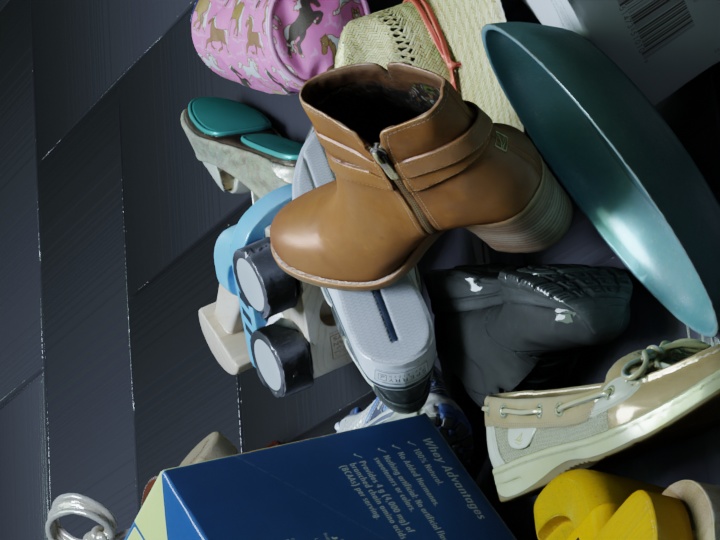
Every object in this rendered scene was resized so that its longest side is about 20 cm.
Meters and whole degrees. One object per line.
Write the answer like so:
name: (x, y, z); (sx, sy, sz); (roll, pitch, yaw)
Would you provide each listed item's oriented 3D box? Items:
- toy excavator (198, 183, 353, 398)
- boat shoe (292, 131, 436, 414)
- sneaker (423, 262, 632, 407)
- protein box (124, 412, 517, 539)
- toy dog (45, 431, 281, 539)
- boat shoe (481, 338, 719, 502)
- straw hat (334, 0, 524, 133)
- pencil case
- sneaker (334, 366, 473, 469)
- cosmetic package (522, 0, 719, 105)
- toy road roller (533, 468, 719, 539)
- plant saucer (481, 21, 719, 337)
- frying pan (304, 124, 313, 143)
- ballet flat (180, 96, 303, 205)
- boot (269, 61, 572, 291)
toy excavator: (-0.057, 0.013, 1.531); (0.200, 0.099, 0.196); (41, 148, 49)
boat shoe: (0.000, 0.000, 1.380); (0.071, 0.071, 0.201); (89, 171, -53)
sneaker: (0.099, 0.041, 1.305); (0.200, 0.075, 0.092); (178, 91, -71)
protein box: (-0.010, 0.210, 1.280); (0.199, 0.199, 0.135); (54, 132, 28)
toy dog: (-0.116, 0.181, 1.635); (0.199, 0.096, 0.133); (-19, 107, 29)
boat shoe: (0.135, 0.068, 1.201); (0.200, 0.073, 0.064); (-33, 71, 53)
straw hat: (0.030, -0.111, 1.354); (0.201, 0.084, 0.203); (166, 90, -80)
pencil case: (-0.057, -0.171, 1.589); (0.083, 0.086, 0.200); (-50, 21, -7)
sneaker: (0.009, 0.138, 1.457); (0.200, 0.077, 0.086); (-54, 30, 32)
cosmetic package: (0.116, -0.188, 1.241); (0.081, 0.113, 0.200); (-33, 40, -1)
toy road roller: (0.150, 0.150, 1.129); (0.200, 0.122, 0.147); (124, 152, -43)
plant saucer: (0.136, -0.056, 1.175); (0.036, 0.200, 0.200); (-36, 37, -3)
frying pan: (0.008, -0.114, 1.530); (0.115, 0.031, 0.191); (17, 89, 56)
ballet flat: (-0.082, -0.077, 1.661); (0.200, 0.067, 0.063); (-145, 55, -59)
boot: (0.003, -0.052, 1.256); (0.199, 0.155, 0.077); (0, 66, 34)
